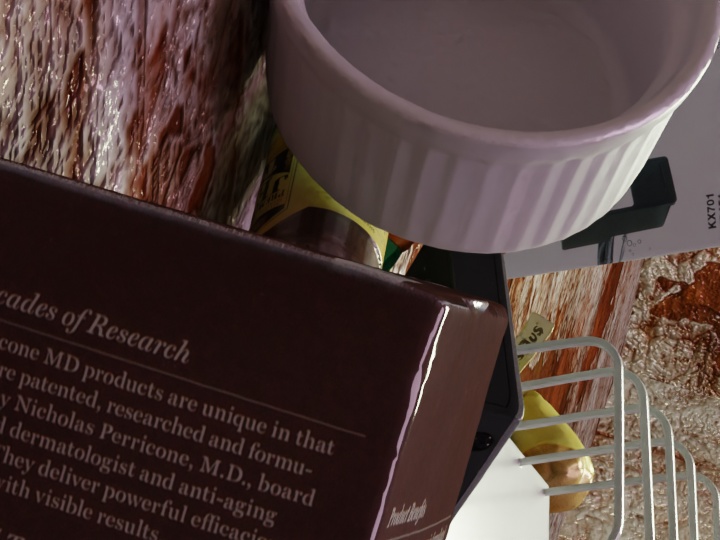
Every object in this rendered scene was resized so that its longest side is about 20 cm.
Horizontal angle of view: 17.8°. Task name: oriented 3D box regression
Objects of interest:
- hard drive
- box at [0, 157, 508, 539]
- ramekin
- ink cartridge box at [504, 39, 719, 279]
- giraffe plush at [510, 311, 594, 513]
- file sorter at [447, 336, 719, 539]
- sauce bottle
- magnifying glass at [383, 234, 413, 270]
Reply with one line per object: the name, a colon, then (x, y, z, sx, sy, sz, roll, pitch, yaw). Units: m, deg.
hard drive: (0.022, 0.083, 1.181, 0.140, 0.033, 0.200, -95, -154, -44)
box: (-0.061, 0.084, 0.779, 0.166, 0.163, 0.201, 17, 89, -79)
ramekin: (0.051, -0.104, 1.013, 0.098, 0.199, 0.201, 104, 8, -53)
ink cartridge box: (0.137, -0.081, 1.246, 0.083, 0.199, 0.148, -129, -150, -77)
giraffe plush: (0.054, 0.083, 1.442, 0.201, 0.172, 0.162, -70, 154, -18)
file sorter: (0.116, 0.139, 1.275, 0.200, 0.124, 0.140, 49, 37, -52)
sauce bottle: (-0.020, -0.011, 1.032, 0.201, 0.064, 0.065, -79, 177, -50)
magnifying glass: (0.000, 0.000, 1.157, 0.200, 0.022, 0.080, -47, 166, -5)
